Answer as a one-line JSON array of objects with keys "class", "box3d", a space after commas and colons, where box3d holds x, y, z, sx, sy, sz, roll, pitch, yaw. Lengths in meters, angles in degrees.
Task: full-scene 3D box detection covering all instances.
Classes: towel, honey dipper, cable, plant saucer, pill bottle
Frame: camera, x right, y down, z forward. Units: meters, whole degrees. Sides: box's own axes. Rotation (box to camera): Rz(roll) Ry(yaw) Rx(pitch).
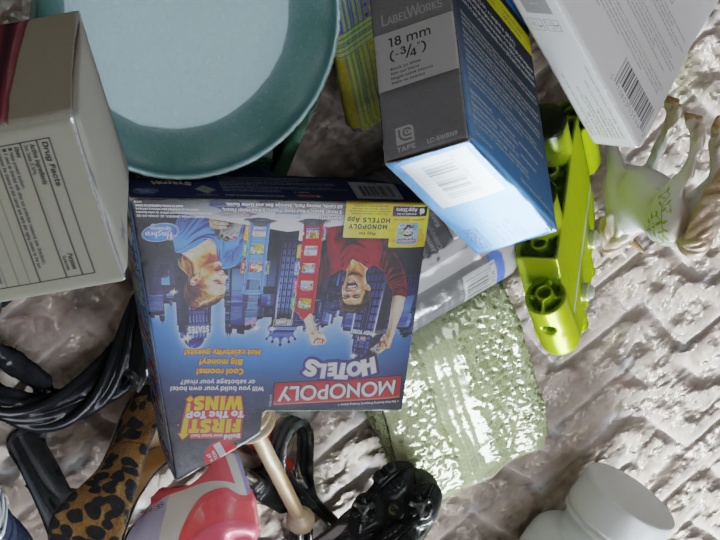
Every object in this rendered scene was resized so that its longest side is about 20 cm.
[{"class": "towel", "box3d": [0.030, -0.198, 1.458, 0.143, 0.023, 0.201, -35, 136, -21]}, {"class": "towel", "box3d": [0.075, 0.101, 1.723, 0.148, 0.037, 0.201, -30, 134, -11]}, {"class": "honey dipper", "box3d": [-0.067, 0.139, 1.593, 0.038, 0.038, 0.200, -31, 144, -9]}, {"class": "cable", "box3d": [-0.058, 0.166, 1.698, 0.097, 0.050, 0.200, -52, 148, -5]}, {"class": "plant saucer", "box3d": [-0.111, -0.158, 1.369, 0.199, 0.036, 0.201, -6, 108, -18]}, {"class": "pill bottle", "box3d": [0.000, 0.000, 1.542, 0.199, 0.114, 0.114, -30, 134, -10]}, {"class": "pill bottle", "box3d": [0.176, 0.269, 1.862, 0.114, 0.114, 0.201, 18, 112, -40]}, {"class": "cable", "box3d": [-0.199, 0.018, 1.481, 0.162, 0.051, 0.201, -11, 131, -20]}]

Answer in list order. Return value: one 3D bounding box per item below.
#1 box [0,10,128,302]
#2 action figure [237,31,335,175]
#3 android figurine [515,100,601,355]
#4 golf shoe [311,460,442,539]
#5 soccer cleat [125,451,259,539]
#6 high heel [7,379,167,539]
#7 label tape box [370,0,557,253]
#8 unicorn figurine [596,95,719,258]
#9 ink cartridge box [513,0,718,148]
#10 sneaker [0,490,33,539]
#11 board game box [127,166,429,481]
[{"class": "box", "box3d": [-0.246, -0.058, 1.292, 0.199, 0.109, 0.128, -10, 130, 3]}, {"class": "action figure", "box3d": [-0.085, -0.060, 1.456, 0.117, 0.055, 0.201, 8, 105, -24]}, {"class": "android figurine", "box3d": [0.146, -0.028, 1.593, 0.041, 0.183, 0.200, 1, 148, 16]}, {"class": "golf shoe", "box3d": [-0.011, 0.233, 1.700, 0.200, 0.078, 0.094, -40, 167, 2]}, {"class": "soccer cleat", "box3d": [-0.148, 0.200, 1.615, 0.066, 0.077, 0.200, 17, 145, -40]}, {"class": "high heel", "box3d": [-0.134, 0.144, 1.541, 0.199, 0.143, 0.072, -18, 135, -20]}, {"class": "label tape box", "box3d": [0.065, -0.132, 1.435, 0.063, 0.201, 0.144, -17, 150, 21]}, {"class": "unicorn figurine", "box3d": [0.219, -0.060, 1.639, 0.073, 0.200, 0.138, 9, 103, -10]}, {"class": "ink cartridge box", "box3d": [0.180, -0.216, 1.528, 0.177, 0.045, 0.200, -59, 137, -24]}, {"class": "sneaker", "box3d": [-0.264, 0.149, 1.495, 0.108, 0.070, 0.200, -30, 136, 21]}, {"class": "board game box", "box3d": [-0.068, 0.036, 1.438, 0.199, 0.062, 0.201, 1, 113, -17]}]
